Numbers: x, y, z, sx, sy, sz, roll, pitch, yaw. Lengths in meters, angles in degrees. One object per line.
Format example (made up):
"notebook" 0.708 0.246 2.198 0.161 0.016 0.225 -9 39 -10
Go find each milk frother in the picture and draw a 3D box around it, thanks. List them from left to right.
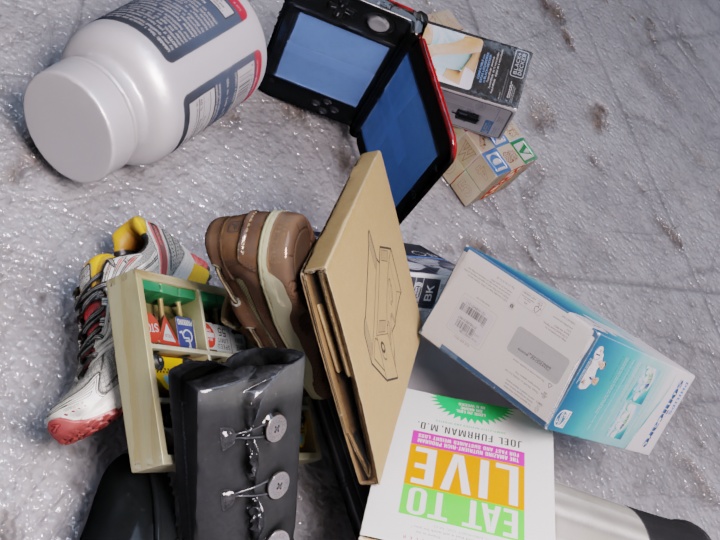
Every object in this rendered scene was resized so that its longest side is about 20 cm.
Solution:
"milk frother" 0.209 0.247 0.812 0.186 0.200 0.183 21 52 -24

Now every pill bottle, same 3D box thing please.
"pill bottle" -0.175 -0.157 0.862 0.120 0.120 0.200 45 42 -1

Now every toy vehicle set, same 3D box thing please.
"toy vehicle set" -0.097 0.076 0.744 0.199 0.026 0.127 17 58 -62

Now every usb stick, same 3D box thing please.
"usb stick" -0.014 0.129 0.829 0.032 0.056 0.203 -18 67 -5

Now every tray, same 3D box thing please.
"tray" 0.093 0.099 0.958 0.197 0.022 0.109 1 60 -38

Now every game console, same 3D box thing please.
"game console" -0.011 -0.141 0.933 0.169 0.200 0.121 19 67 -10

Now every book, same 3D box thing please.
"book" 0.074 0.160 0.759 0.131 0.049 0.201 9 24 5

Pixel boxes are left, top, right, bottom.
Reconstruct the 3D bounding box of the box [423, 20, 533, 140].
"box" 0.059 -0.197 1.028 0.196 0.117 0.061 18 84 0

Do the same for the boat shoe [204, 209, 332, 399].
"boat shoe" -0.060 0.023 0.741 0.073 0.204 0.076 5 55 13

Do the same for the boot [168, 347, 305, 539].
"boot" -0.052 0.148 0.691 0.164 0.065 0.204 -15 104 -53

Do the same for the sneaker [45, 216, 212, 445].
"sneaker" -0.177 0.040 0.743 0.082 0.077 0.201 46 32 -22

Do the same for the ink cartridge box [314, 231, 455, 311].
"ink cartridge box" 0.000 0.000 0.907 0.197 0.040 0.099 4 18 -36

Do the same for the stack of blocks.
"stack of blocks" 0.104 -0.180 1.144 0.114 0.059 0.202 -24 76 -45

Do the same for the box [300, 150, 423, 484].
"box" 0.007 0.027 0.764 0.201 0.021 0.166 -68 147 -61

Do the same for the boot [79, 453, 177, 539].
"boot" -0.194 0.195 0.629 0.160 0.074 0.201 9 52 -26

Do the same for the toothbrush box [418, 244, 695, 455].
"toothbrush box" 0.167 0.070 0.875 0.146 0.086 0.199 36 10 38
